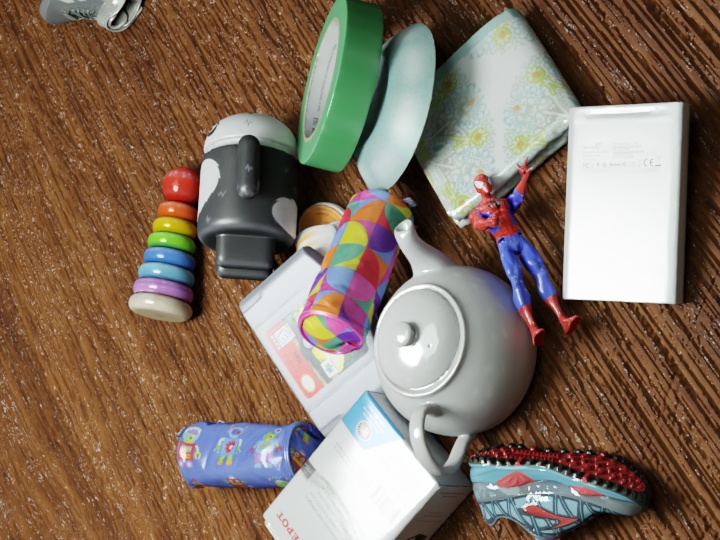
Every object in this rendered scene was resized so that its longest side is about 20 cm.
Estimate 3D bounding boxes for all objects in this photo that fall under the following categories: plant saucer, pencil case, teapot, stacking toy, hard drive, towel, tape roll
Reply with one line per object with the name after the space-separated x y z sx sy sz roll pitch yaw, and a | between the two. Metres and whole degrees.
0.027 -0.192 1.627 0.201 0.038 0.204 -167 90 -70 | plant saucer
0.000 0.000 1.577 0.088 0.089 0.201 -3 47 37 | pencil case
0.084 0.085 1.511 0.200 0.145 0.199 41 105 35 | teapot
-0.244 -0.038 1.845 0.085 0.085 0.203 0 74 37 | stacking toy
0.274 -0.069 1.455 0.131 0.026 0.203 2 90 38 | hard drive
0.143 -0.171 1.590 0.200 0.048 0.172 -41 60 23 | towel
-0.131 0.220 1.691 0.198 0.078 0.088 -6 57 37 | pencil case
-0.026 -0.219 1.658 0.200 0.048 0.203 -168 90 -76 | tape roll

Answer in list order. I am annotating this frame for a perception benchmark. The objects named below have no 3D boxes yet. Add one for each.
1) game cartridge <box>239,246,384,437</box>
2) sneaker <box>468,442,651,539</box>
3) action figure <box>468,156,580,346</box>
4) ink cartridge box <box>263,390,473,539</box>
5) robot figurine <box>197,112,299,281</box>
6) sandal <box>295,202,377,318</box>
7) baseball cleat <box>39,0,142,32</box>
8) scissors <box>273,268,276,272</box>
-0.043 0.080 1.642 0.133 0.041 0.201 -39 78 20 | game cartridge
0.207 0.235 1.441 0.198 0.079 0.097 4 106 36 | sneaker
0.168 -0.033 1.478 0.065 0.099 0.201 -18 61 -14 | action figure
0.006 0.258 1.568 0.201 0.083 0.145 -51 58 17 | ink cartridge box
-0.138 -0.092 1.712 0.149 0.124 0.203 -15 66 44 | robot figurine
-0.034 0.002 1.676 0.079 0.059 0.209 -36 59 27 | sandal
-0.391 -0.384 2.038 0.198 0.069 0.108 -23 66 33 | baseball cleat
-0.117 -0.015 1.774 0.073 0.014 0.200 -53 52 13 | scissors
